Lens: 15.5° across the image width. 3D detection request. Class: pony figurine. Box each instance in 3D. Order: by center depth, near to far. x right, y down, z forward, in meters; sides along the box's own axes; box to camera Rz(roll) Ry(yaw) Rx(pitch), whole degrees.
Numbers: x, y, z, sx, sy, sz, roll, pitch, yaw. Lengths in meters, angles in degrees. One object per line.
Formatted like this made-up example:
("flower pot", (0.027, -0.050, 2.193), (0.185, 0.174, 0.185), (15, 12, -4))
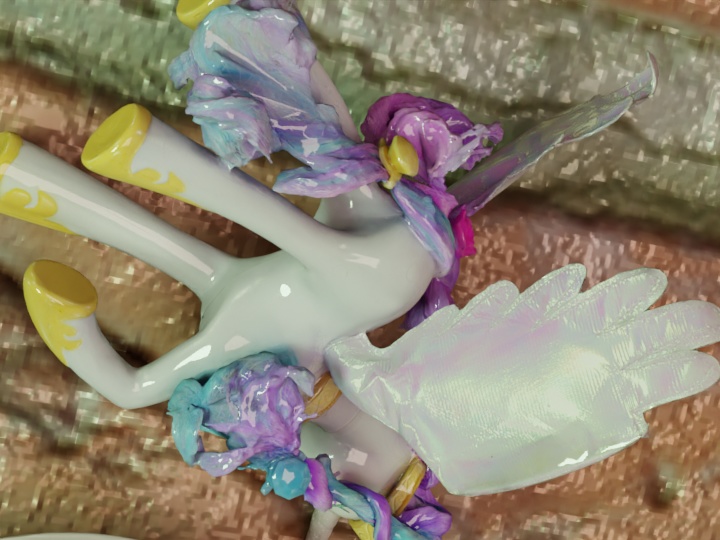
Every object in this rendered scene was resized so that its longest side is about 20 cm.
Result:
("pony figurine", (0.000, 0.000, 0.821), (0.193, 0.167, 0.200), (-35, 119, 26))

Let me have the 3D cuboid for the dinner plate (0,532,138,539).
("dinner plate", (-0.119, 0.159, 0.844), (0.199, 0.024, 0.201), (-13, 126, -18))
